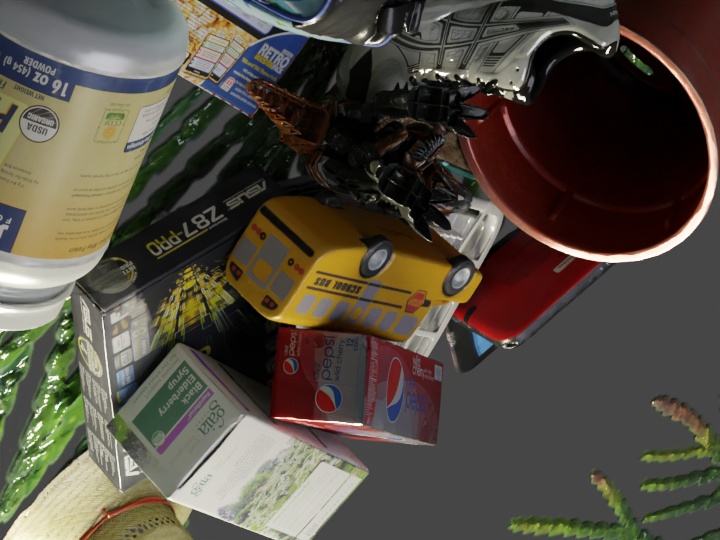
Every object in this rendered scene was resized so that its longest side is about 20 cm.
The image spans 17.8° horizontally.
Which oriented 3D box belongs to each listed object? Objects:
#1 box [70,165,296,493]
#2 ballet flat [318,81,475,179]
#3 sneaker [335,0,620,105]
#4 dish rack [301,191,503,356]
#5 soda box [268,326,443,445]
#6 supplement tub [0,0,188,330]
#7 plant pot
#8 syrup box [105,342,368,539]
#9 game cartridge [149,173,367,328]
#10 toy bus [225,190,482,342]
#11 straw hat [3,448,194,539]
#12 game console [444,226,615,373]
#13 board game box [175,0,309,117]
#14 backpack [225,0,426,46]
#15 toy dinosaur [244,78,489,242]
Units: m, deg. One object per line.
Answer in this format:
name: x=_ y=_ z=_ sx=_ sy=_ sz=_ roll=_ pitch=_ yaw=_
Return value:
box: x=-0.119 y=0.042 z=1.588 sx=0.161 sy=0.049 sz=0.201 roll=-29 pitch=145 yaw=-25
ballet flat: x=0.049 y=-0.111 z=1.671 sx=0.199 sy=0.070 sz=0.066 roll=8 pitch=116 yaw=-55
sneaker: x=0.079 y=-0.144 z=1.538 sx=0.199 sy=0.088 sz=0.076 roll=-24 pitch=166 yaw=16
dish rack: x=0.027 y=0.008 z=1.756 sx=0.172 sy=0.043 sz=0.200 roll=-60 pitch=160 yaw=9
soda box: x=0.000 y=0.083 z=1.615 sx=0.200 sy=0.069 sz=0.064 roll=28 pitch=67 yaw=-72
supplement tub: x=-0.196 y=-0.081 z=1.337 sx=0.144 sy=0.144 sz=0.201 roll=-5 pitch=128 yaw=-47
plant pot: x=0.199 y=-0.142 z=1.682 sx=0.195 sy=0.200 sz=0.202 roll=-49 pitch=158 yaw=-46
syrup box: x=-0.082 y=0.124 z=1.601 sx=0.079 sy=0.081 sz=0.200 roll=-49 pitch=149 yaw=5
game cartridge: x=-0.083 y=0.001 z=1.666 sx=0.199 sy=0.041 sz=0.134 roll=-17 pitch=140 yaw=-40
toy bus: x=0.000 y=0.000 z=1.580 sx=0.199 sy=0.065 sz=0.079 roll=12 pitch=114 yaw=-56
straw hat: x=-0.174 y=0.219 z=1.740 sx=0.200 sy=0.085 sz=0.202 roll=-30 pitch=144 yaw=-25
game console: x=0.171 y=0.011 z=1.909 sx=0.200 sy=0.172 sz=0.119 roll=-40 pitch=121 yaw=-12
board game box: x=-0.061 y=-0.209 z=1.454 sx=0.200 sy=0.046 sz=0.151 roll=-52 pitch=148 yaw=6
backpack: x=-0.056 y=-0.237 z=1.282 sx=0.147 sy=0.199 sz=0.184 roll=11 pitch=101 yaw=-53
toy dinosaur: x=0.004 y=-0.075 z=1.539 sx=0.199 sy=0.135 sz=0.103 roll=-1 pitch=95 yaw=-40
